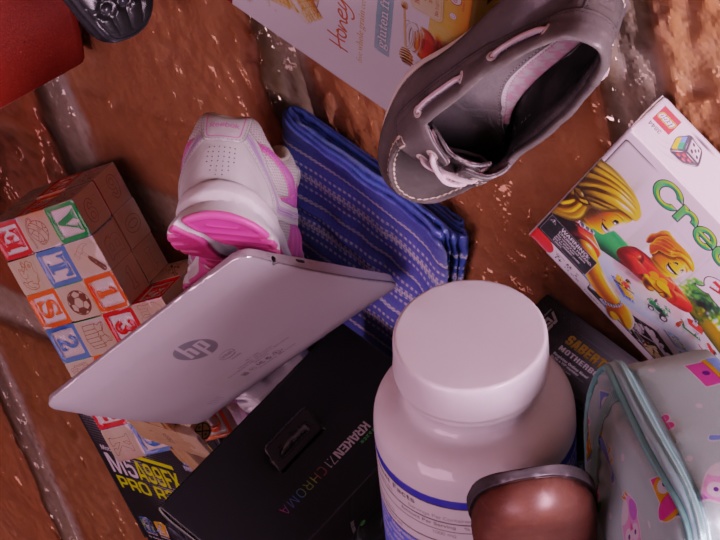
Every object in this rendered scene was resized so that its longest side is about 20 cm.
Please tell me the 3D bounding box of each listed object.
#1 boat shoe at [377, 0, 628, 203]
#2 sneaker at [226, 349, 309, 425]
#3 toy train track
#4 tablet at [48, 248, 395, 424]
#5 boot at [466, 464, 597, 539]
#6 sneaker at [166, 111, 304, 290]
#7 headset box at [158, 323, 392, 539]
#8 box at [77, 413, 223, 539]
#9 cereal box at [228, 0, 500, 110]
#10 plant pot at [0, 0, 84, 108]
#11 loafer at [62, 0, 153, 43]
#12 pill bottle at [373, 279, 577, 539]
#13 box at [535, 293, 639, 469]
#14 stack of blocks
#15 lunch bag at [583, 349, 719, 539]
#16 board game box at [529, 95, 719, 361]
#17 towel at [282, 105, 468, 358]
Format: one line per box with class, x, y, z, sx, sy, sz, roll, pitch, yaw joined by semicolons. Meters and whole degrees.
boat shoe;0.063;-0.082;1.003;0.066;0.057;0.200;22;141;-19
sneaker;-0.065;0.077;1.389;0.088;0.080;0.201;41;160;47
toy train track;-0.097;0.134;1.401;0.200;0.033;0.114;52;159;-24
tablet;-0.086;0.045;1.234;0.200;0.129;0.014;-36;58;36
boot;0.093;0.213;0.984;0.189;0.068;0.201;95;170;-55
sneaker;-0.068;-0.036;1.233;0.081;0.089;0.200;6;164;1
headset box;-0.028;0.158;1.298;0.092;0.174;0.201;34;157;25
box;-0.131;0.158;1.590;0.199;0.044;0.161;9;132;47
cereal box;-0.011;-0.168;1.069;0.199;0.040;0.144;35;148;22
plant pot;-0.309;-0.209;1.278;0.199;0.200;0.177;32;136;26
loafer;-0.185;-0.230;1.204;0.070;0.068;0.202;3;122;61
pill bottle;0.064;0.104;1.114;0.112;0.112;0.201;28;142;31
box;0.140;0.128;1.199;0.158;0.048;0.201;36;147;19
stack of blocks;-0.163;0.029;1.436;0.114;0.059;0.201;-16;110;34
lunch bag;0.161;0.150;1.028;0.161;0.076;0.201;-115;20;-52
board game box;0.187;0.019;1.028;0.200;0.035;0.126;46;149;5
towel;0.000;0.000;1.262;0.144;0.024;0.201;37;148;22
